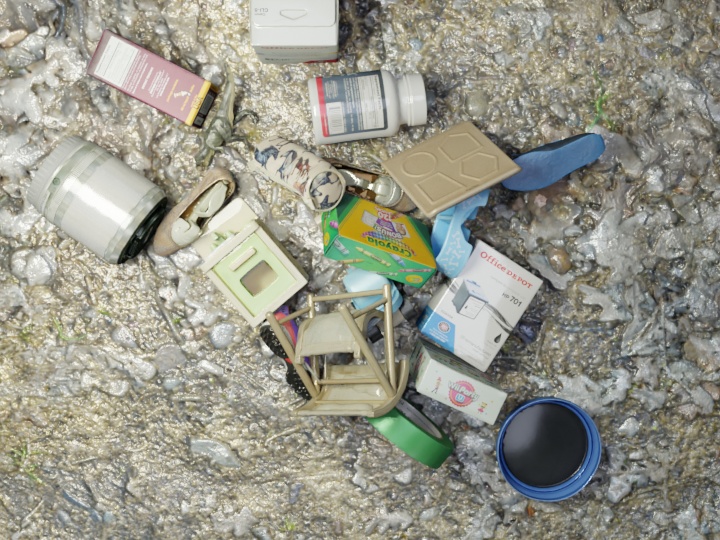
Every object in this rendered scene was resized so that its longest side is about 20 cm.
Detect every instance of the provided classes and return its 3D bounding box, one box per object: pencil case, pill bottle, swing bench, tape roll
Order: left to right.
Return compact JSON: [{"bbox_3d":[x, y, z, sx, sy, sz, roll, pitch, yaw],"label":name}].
[{"bbox_3d":[-0.110,-0.168,1.482,0.089,0.200,0.078,-43,134,-12],"label":"pencil case"},{"bbox_3d":[-0.034,0.142,1.458,0.199,0.130,0.201,-7,101,42],"label":"swing bench"},{"bbox_3d":[0.012,-0.291,1.508,0.199,0.120,0.120,-7,96,-2],"label":"pill bottle"},{"bbox_3d":[0.076,0.271,1.527,0.200,0.200,0.048,39,93,-5],"label":"tape roll"}]

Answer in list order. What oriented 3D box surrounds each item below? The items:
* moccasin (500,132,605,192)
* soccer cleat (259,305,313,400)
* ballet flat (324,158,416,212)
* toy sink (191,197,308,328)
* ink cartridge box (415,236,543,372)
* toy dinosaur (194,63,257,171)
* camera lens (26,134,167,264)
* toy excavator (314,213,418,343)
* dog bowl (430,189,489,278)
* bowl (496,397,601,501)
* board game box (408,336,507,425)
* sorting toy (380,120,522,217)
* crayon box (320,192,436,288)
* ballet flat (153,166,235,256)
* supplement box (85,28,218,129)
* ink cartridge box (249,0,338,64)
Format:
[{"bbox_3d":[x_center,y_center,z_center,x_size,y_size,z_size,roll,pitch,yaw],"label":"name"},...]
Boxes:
[{"bbox_3d":[0.346,-0.194,1.558,0.199,0.068,0.081,-16,104,1],"label":"moccasin"},{"bbox_3d":[-0.115,0.155,1.570,0.068,0.073,0.200,-9,123,32],"label":"soccer cleat"},{"bbox_3d":[0.013,-0.151,1.540,0.199,0.067,0.068,15,92,-4],"label":"ballet flat"},{"bbox_3d":[-0.205,-0.018,1.531,0.130,0.112,0.200,-39,96,2],"label":"toy sink"},{"bbox_3d":[0.216,0.060,1.570,0.146,0.086,0.200,32,95,-5],"label":"ink cartridge box"},{"bbox_3d":[-0.233,-0.259,1.529,0.088,0.047,0.201,16,105,-22],"label":"toy dinosaur"},{"bbox_3d":[-0.452,-0.119,1.486,0.200,0.160,0.160,35,94,-5],"label":"camera lens"},{"bbox_3d":[0.000,0.000,1.539,0.100,0.195,0.200,-31,124,1],"label":"toy excavator"},{"bbox_3d":[0.172,-0.089,1.530,0.049,0.111,0.201,18,90,-14],"label":"dog bowl"},{"bbox_3d":[0.356,0.338,1.626,0.200,0.039,0.201,0,96,-2],"label":"bowl"},{"bbox_3d":[0.166,0.193,1.523,0.147,0.200,0.064,25,94,-4],"label":"board game box"},{"bbox_3d":[0.156,-0.176,1.490,0.185,0.200,0.037,-27,132,-10],"label":"sorting toy"},{"bbox_3d":[0.030,-0.055,1.497,0.199,0.119,0.058,18,131,-24],"label":"crayon box"},{"bbox_3d":[-0.296,-0.100,1.528,0.068,0.067,0.200,37,90,-42],"label":"ballet flat"},{"bbox_3d":[-0.361,-0.331,1.493,0.200,0.110,0.086,26,94,-4],"label":"supplement box"},{"bbox_3d":[-0.109,-0.437,1.447,0.145,0.200,0.145,-1,96,-2],"label":"ink cartridge box"}]
